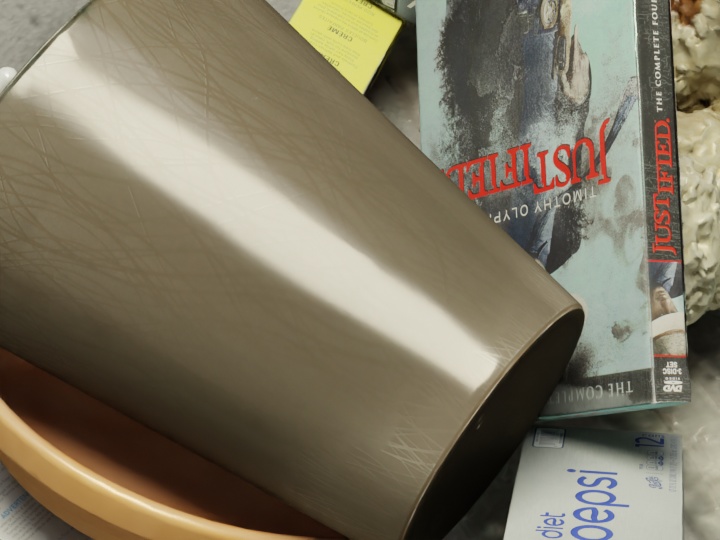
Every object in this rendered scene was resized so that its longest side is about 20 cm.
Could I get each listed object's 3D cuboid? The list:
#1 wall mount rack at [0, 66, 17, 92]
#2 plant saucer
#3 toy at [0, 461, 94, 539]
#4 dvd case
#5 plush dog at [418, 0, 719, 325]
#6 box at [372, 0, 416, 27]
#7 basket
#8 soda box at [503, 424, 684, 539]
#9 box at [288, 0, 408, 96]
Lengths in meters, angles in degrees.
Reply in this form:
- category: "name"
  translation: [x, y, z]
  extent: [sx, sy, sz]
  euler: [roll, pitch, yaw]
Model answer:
- category: "wall mount rack"
  translation: [-0.255, -0.078, 1.063]
  extent: [0.172, 0.075, 0.201]
  euler: [-16, 45, -13]
- category: "plant saucer"
  translation: [-0.066, 0.062, 0.876]
  extent: [0.198, 0.038, 0.200]
  euler: [19, 23, -8]
- category: "toy"
  translation: [-0.122, 0.088, 0.890]
  extent: [0.199, 0.048, 0.115]
  euler: [24, 29, 16]
- category: "dvd case"
  translation: [0.070, -0.043, 0.867]
  extent: [0.022, 0.202, 0.146]
  euler: [1, -7, -32]
- category: "plush dog"
  translation: [0.135, -0.078, 0.941]
  extent: [0.159, 0.173, 0.200]
  euler: [2, 17, -27]
- category: "box"
  translation: [0.097, -0.153, 1.082]
  extent: [0.199, 0.050, 0.158]
  euler: [31, 47, -3]
- category: "basket"
  translation: [-0.029, 0.002, 0.818]
  extent: [0.199, 0.136, 0.180]
  euler: [35, 63, 15]
- category: "soda box"
  translation: [0.079, 0.119, 0.777]
  extent: [0.063, 0.069, 0.200]
  euler: [3, 17, 7]
- category: "box"
  translation: [-0.002, -0.127, 1.094]
  extent: [0.050, 0.075, 0.201]
  euler: [28, 46, -2]
